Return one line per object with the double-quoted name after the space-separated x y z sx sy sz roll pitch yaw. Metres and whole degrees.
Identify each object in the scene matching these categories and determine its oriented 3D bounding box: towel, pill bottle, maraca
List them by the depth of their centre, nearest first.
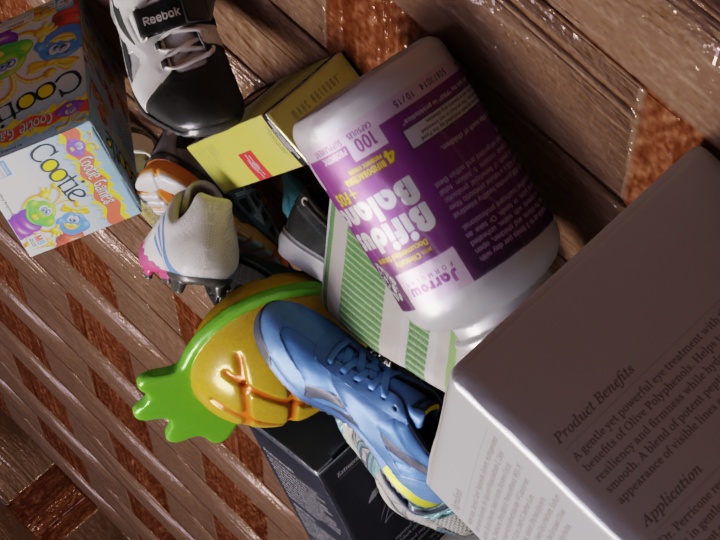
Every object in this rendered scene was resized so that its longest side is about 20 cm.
0.054 -0.034 1.204 0.200 0.112 0.112 57 161 -6 "pill bottle"
0.042 -0.003 1.347 0.200 0.023 0.153 28 118 45 "towel"
-0.083 0.073 1.510 0.137 0.200 0.107 45 -160 -44 "maraca"

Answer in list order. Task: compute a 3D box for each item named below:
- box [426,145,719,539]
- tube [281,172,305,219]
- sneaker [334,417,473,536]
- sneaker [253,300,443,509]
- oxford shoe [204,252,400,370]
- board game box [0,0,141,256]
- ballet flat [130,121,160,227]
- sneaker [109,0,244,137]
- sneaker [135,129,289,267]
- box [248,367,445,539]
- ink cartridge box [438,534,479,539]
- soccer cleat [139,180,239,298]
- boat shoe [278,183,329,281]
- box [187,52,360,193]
0.165 0.084 1.075 0.171 0.199 0.200 44 161 14 "box"
0.000 0.000 1.532 0.200 0.050 0.078 45 155 21 "tube"
0.049 0.171 1.547 0.200 0.078 0.086 47 -173 -44 "sneaker"
0.011 0.085 1.408 0.200 0.066 0.078 44 142 0 "sneaker"
-0.041 0.034 1.606 0.199 0.084 0.073 26 119 22 "oxford shoe"
-0.256 -0.125 1.626 0.200 0.103 0.105 -105 -9 -51 "board game box"
-0.172 -0.075 1.747 0.200 0.071 0.071 37 159 31 "ballet flat"
-0.141 -0.179 1.390 0.089 0.074 0.200 88 157 -49 "sneaker"
-0.112 -0.057 1.632 0.078 0.078 0.200 -1 152 26 "sneaker"
0.014 0.161 1.659 0.104 0.148 0.200 32 154 43 "box"
0.099 0.262 1.581 0.045 0.200 0.176 55 160 -17 "ink cartridge box"
-0.130 -0.028 1.540 0.070 0.087 0.200 8 -178 -15 "soccer cleat"
0.021 -0.004 1.447 0.200 0.069 0.057 27 113 29 "boat shoe"
-0.060 -0.104 1.411 0.050 0.075 0.200 52 160 -11 "box"
